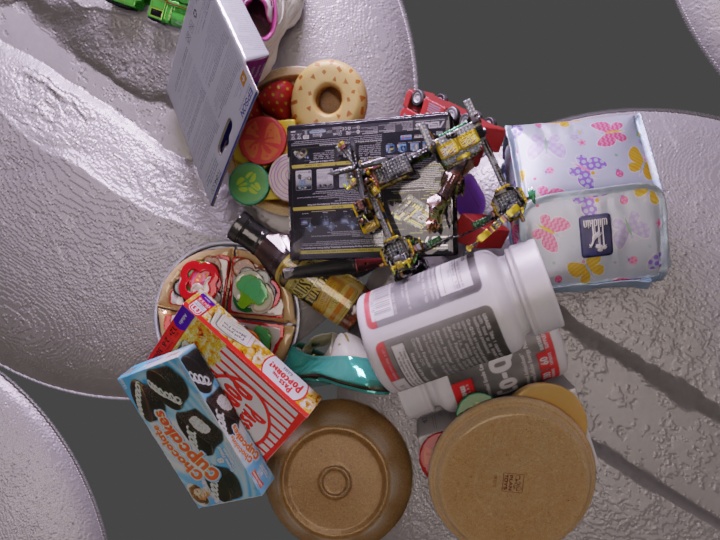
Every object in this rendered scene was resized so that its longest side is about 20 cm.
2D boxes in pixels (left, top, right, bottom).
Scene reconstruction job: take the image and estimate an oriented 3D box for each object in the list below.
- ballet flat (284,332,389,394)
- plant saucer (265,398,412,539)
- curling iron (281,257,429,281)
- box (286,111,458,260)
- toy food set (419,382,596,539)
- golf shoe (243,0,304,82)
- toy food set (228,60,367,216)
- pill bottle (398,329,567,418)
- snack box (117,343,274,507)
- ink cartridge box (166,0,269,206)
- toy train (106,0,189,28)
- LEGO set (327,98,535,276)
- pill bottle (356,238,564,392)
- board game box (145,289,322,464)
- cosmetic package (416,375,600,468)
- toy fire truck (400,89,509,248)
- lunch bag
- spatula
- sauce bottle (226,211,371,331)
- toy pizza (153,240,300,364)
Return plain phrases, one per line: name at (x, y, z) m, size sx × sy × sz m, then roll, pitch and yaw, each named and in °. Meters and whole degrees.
ballet flat at (-0.032, 0.109, 0.871) m, size 0.067 × 0.199 × 0.071 m, roll 15°, pitch 77°, yaw -35°
plant saucer at (-0.031, 0.271, 0.933) m, size 0.198 × 0.035 × 0.202 m, roll 0°, pitch 89°, yaw 4°
curling iron at (0.000, 0.000, 0.893) m, size 0.198 × 0.026 × 0.050 m, roll 0°, pitch 61°, yaw -22°
box at (0.013, -0.095, 0.843) m, size 0.198 × 0.049 × 0.163 m, roll -2°, pitch 88°, yaw 15°
toy food set at (0.170, 0.232, 0.825) m, size 0.196 × 0.049 × 0.202 m, roll -11°, pitch 101°, yaw 3°
golf shoe at (-0.112, -0.334, 0.896) m, size 0.075 × 0.092 × 0.202 m, roll 18°, pitch 72°, yaw -7°
toy food set at (-0.082, -0.165, 0.925) m, size 0.198 × 0.049 × 0.200 m, roll -4°, pitch 90°, yaw 4°
pill bottle at (0.137, 0.103, 0.874) m, size 0.198 × 0.114 × 0.115 m, roll -20°, pitch 88°, yaw 4°
snack box at (-0.202, 0.196, 0.885) m, size 0.116 × 0.037 × 0.201 m, roll -21°, pitch 104°, yaw 32°
ink cartridge box at (-0.167, -0.214, 0.850) m, size 0.043 × 0.197 × 0.201 m, roll -10°, pitch 63°, yaw -34°
toy train at (-0.249, -0.352, 0.951) m, size 0.198 × 0.042 × 0.057 m, roll 21°, pitch 101°, yaw 4°
LEGO set at (0.075, -0.084, 0.743) m, size 0.198 × 0.116 × 0.155 m, roll -16°, pitch 87°, yaw 13°
pill bottle at (0.106, 0.047, 0.764) m, size 0.198 × 0.114 × 0.115 m, roll -21°, pitch 88°, yaw 13°
board game box at (-0.166, 0.144, 0.894) m, size 0.200 × 0.046 × 0.152 m, roll 41°, pitch 123°, yaw 2°
cosmetic package at (0.179, 0.213, 0.892) m, size 0.198 × 0.085 × 0.109 m, roll -20°, pitch 93°, yaw 5°
toy fire truck at (0.111, -0.127, 0.878) m, size 0.200 × 0.048 × 0.142 m, roll 39°, pitch 120°, yaw 42°
lunch bag at (0.259, -0.073, 0.840) m, size 0.168 × 0.127 × 0.202 m, roll -4°, pitch 65°, yaw 5°
spatula at (0.074, -0.049, 0.932) m, size 0.199 × 0.021 × 0.057 m, roll -33°, pitch 105°, yaw 6°
sauce bottle at (-0.079, -0.001, 0.918) m, size 0.199 × 0.066 × 0.066 m, roll 33°, pitch 92°, yaw -1°
toy pizza at (-0.179, 0.062, 0.947) m, size 0.198 × 0.032 × 0.202 m, roll 0°, pitch 90°, yaw 4°
